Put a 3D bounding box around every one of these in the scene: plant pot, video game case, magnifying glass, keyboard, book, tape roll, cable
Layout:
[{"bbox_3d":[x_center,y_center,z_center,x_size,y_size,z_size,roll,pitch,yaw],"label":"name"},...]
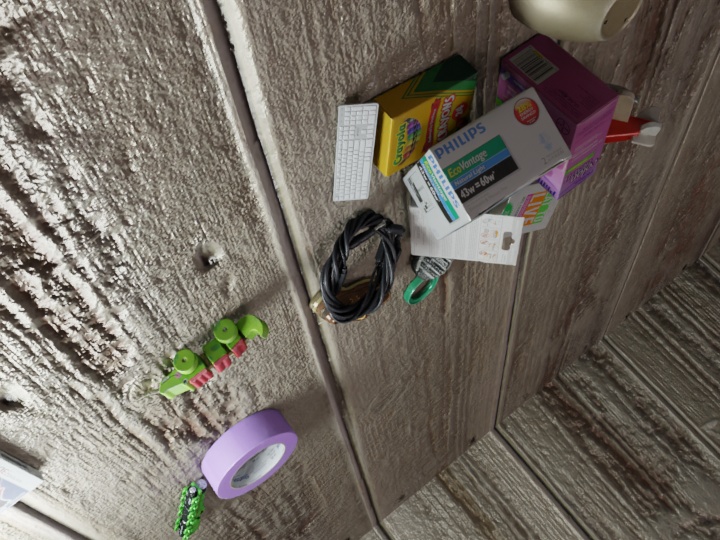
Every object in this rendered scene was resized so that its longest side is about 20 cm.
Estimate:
[{"bbox_3d":[0.335,-0.415,1.230,0.199,0.135,0.201,-32,152,-19],"label":"plant pot"},{"bbox_3d":[-0.582,0.339,1.215,0.199,0.023,0.183,-37,154,-11],"label":"video game case"},{"bbox_3d":[0.153,-0.005,1.738,0.079,0.022,0.201,-10,139,-48],"label":"magnifying glass"},{"bbox_3d":[-0.009,-0.169,1.232,0.055,0.011,0.201,0,145,-5],"label":"keyboard"},{"bbox_3d":[0.348,-0.141,1.787,0.198,0.048,0.135,-15,140,-41],"label":"book"},{"bbox_3d":[-0.228,0.379,1.739,0.199,0.066,0.201,-34,154,-19],"label":"tape roll"},{"bbox_3d":[0.000,0.000,1.435,0.162,0.051,0.202,15,104,-53],"label":"cable"}]

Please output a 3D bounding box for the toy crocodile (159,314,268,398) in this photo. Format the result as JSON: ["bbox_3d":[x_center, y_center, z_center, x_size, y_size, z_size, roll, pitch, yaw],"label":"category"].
[{"bbox_3d":[-0.236,0.140,1.356,0.199,0.062,0.068,-38,154,-9],"label":"toy crocodile"}]

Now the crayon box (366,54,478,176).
[{"bbox_3d":[0.081,-0.224,1.259,0.198,0.051,0.128,-32,153,-21],"label":"crayon box"}]

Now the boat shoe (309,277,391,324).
[{"bbox_3d":[-0.008,0.064,1.559,0.199,0.068,0.072,-8,139,-50],"label":"boat shoe"}]

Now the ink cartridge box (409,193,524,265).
[{"bbox_3d":[0.186,-0.077,1.502,0.196,0.051,0.162,4,150,7],"label":"ink cartridge box"}]

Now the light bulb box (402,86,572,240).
[{"bbox_3d":[0.192,-0.161,1.324,0.197,0.126,0.200,-32,180,-10],"label":"light bulb box"}]

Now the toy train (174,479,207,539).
[{"bbox_3d":[-0.356,0.505,1.783,0.056,0.042,0.201,-33,155,-41],"label":"toy train"}]

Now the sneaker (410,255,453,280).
[{"bbox_3d":[0.175,-0.059,1.628,0.200,0.074,0.080,-49,171,29],"label":"sneaker"}]

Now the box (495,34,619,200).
[{"bbox_3d":[0.315,-0.254,1.403,0.096,0.176,0.201,-34,154,-15],"label":"box"}]

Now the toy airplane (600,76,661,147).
[{"bbox_3d":[0.475,-0.294,1.611,0.197,0.144,0.199,2,165,-40],"label":"toy airplane"}]
